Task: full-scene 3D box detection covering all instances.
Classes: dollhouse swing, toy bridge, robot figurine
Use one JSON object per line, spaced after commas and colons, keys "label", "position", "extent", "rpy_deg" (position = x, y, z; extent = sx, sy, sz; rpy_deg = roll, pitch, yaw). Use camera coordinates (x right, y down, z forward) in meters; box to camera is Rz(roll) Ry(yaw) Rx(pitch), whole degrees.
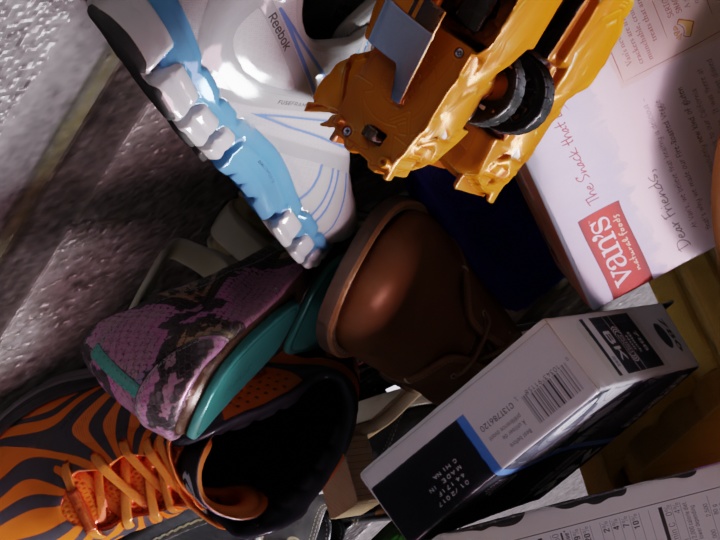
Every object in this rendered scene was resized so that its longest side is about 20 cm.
{"label": "dollhouse swing", "position": [0.176, -0.020, 1.011], "extent": [0.181, 0.177, 0.200], "rpy_deg": [0, 143, -50]}
{"label": "toy bridge", "position": [0.059, 0.072, 1.024], "extent": [0.199, 0.068, 0.027], "rpy_deg": [-3, 159, -36]}
{"label": "robot figurine", "position": [0.066, -0.120, 0.733], "extent": [0.201, 0.058, 0.145], "rpy_deg": [-59, 157, 11]}

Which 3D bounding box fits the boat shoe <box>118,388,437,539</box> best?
{"label": "boat shoe", "position": [-0.037, 0.116, 1.060], "extent": [0.198, 0.068, 0.072], "rpy_deg": [-19, 166, 11]}

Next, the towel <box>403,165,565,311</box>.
{"label": "towel", "position": [0.114, -0.072, 0.925], "extent": [0.199, 0.050, 0.148], "rpy_deg": [-37, 141, 5]}

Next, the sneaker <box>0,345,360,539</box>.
{"label": "sneaker", "position": [-0.091, 0.083, 0.926], "extent": [0.199, 0.078, 0.112], "rpy_deg": [-30, -161, 0]}

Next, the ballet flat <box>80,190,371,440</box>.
{"label": "ballet flat", "position": [-0.045, 0.007, 0.883], "extent": [0.200, 0.071, 0.069], "rpy_deg": [-34, 156, -56]}

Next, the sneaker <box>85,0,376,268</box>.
{"label": "sneaker", "position": [-0.021, -0.066, 0.781], "extent": [0.086, 0.075, 0.200], "rpy_deg": [-38, 159, 0]}

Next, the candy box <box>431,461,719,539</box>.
{"label": "candy box", "position": [0.110, 0.131, 0.889], "extent": [0.198, 0.072, 0.168], "rpy_deg": [-13, 168, -16]}

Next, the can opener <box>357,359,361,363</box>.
{"label": "can opener", "position": [0.000, 0.000, 1.005], "extent": [0.199, 0.053, 0.067], "rpy_deg": [-29, 127, -5]}

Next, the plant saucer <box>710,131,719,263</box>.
{"label": "plant saucer", "position": [0.228, -0.041, 0.839], "extent": [0.198, 0.037, 0.202], "rpy_deg": [-4, 111, -11]}

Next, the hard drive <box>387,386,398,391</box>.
{"label": "hard drive", "position": [-0.020, 0.053, 1.103], "extent": [0.199, 0.027, 0.132], "rpy_deg": [-29, 159, -9]}

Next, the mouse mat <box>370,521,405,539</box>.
{"label": "mouse mat", "position": [0.092, 0.099, 1.259], "extent": [0.200, 0.008, 0.161], "rpy_deg": [-41, -176, -18]}

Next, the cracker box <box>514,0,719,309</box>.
{"label": "cracker box", "position": [0.146, -0.092, 0.855], "extent": [0.199, 0.058, 0.135], "rpy_deg": [-28, 117, -1]}

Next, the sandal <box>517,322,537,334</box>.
{"label": "sandal", "position": [0.095, 0.056, 1.219], "extent": [0.079, 0.059, 0.206], "rpy_deg": [-41, -177, -41]}

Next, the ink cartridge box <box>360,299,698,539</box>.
{"label": "ink cartridge box", "position": [0.080, 0.058, 0.888], "extent": [0.099, 0.039, 0.200], "rpy_deg": [-42, 167, 19]}

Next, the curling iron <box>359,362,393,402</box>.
{"label": "curling iron", "position": [0.060, 0.007, 1.042], "extent": [0.199, 0.026, 0.050], "rpy_deg": [-35, 157, 8]}

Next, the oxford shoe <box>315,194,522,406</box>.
{"label": "oxford shoe", "position": [0.035, 0.021, 0.897], "extent": [0.072, 0.071, 0.200], "rpy_deg": [-60, 160, -2]}
